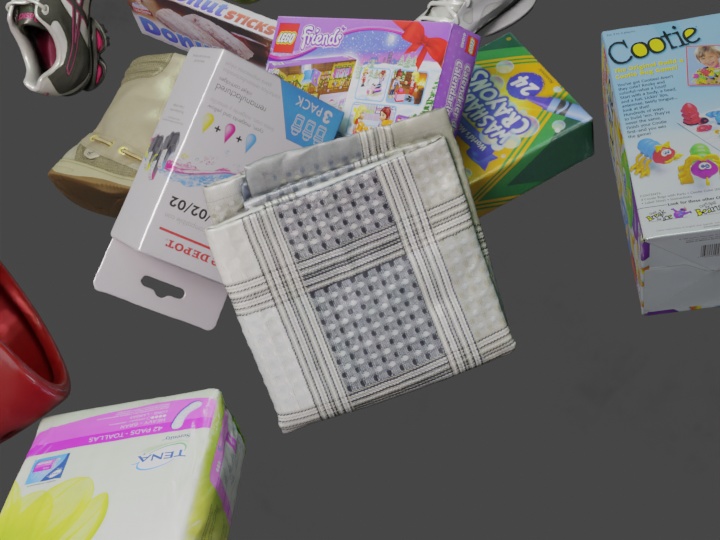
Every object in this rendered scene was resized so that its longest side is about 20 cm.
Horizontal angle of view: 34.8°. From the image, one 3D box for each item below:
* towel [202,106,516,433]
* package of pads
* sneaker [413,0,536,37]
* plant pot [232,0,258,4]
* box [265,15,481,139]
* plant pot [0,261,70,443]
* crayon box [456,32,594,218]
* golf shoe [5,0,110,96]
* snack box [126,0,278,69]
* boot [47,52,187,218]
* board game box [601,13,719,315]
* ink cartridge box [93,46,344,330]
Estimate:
[{"bbox_3d":[0.000,0.000,0.833,0.192,0.200,0.035,-19,10,0],"label":"towel"},{"bbox_3d":[-0.163,0.172,0.771,0.154,0.068,0.200,-10,34,12],"label":"package of pads"},{"bbox_3d":[0.072,-0.237,1.006,0.200,0.115,0.076,-43,58,-16],"label":"sneaker"},{"bbox_3d":[-0.160,-0.353,1.111,0.184,0.200,0.200,31,67,16],"label":"plant pot"},{"bbox_3d":[-0.005,-0.131,0.925,0.200,0.039,0.137,15,91,43],"label":"box"},{"bbox_3d":[-0.343,0.065,0.849,0.182,0.200,0.200,-37,56,-5],"label":"plant pot"},{"bbox_3d":[0.075,-0.103,0.953,0.200,0.052,0.126,-29,55,-7],"label":"crayon box"},{"bbox_3d":[-0.283,-0.260,1.058,0.077,0.200,0.088,-1,16,21],"label":"golf shoe"},{"bbox_3d":[-0.137,-0.224,1.072,0.200,0.072,0.024,26,66,27],"label":"snack box"},{"bbox_3d":[-0.155,-0.111,0.997,0.200,0.073,0.156,14,63,30],"label":"boot"},{"bbox_3d":[0.247,-0.081,0.866,0.105,0.103,0.200,-7,55,8],"label":"board game box"},{"bbox_3d":[-0.108,-0.054,0.873,0.068,0.115,0.200,23,90,58],"label":"ink cartridge box"}]
